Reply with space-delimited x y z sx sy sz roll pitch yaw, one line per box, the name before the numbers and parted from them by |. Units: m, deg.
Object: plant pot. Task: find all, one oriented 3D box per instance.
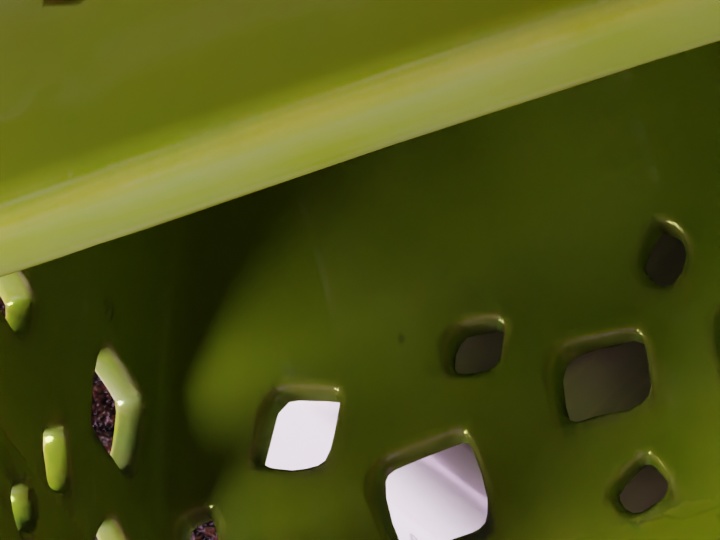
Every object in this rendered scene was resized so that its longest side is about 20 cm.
plant pot | 0.008 -0.033 0.526 0.199 0.199 0.182 63 -169 -50

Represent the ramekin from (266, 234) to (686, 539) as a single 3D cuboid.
ramekin | 0.059 0.065 0.680 0.200 0.098 0.201 40 156 22
